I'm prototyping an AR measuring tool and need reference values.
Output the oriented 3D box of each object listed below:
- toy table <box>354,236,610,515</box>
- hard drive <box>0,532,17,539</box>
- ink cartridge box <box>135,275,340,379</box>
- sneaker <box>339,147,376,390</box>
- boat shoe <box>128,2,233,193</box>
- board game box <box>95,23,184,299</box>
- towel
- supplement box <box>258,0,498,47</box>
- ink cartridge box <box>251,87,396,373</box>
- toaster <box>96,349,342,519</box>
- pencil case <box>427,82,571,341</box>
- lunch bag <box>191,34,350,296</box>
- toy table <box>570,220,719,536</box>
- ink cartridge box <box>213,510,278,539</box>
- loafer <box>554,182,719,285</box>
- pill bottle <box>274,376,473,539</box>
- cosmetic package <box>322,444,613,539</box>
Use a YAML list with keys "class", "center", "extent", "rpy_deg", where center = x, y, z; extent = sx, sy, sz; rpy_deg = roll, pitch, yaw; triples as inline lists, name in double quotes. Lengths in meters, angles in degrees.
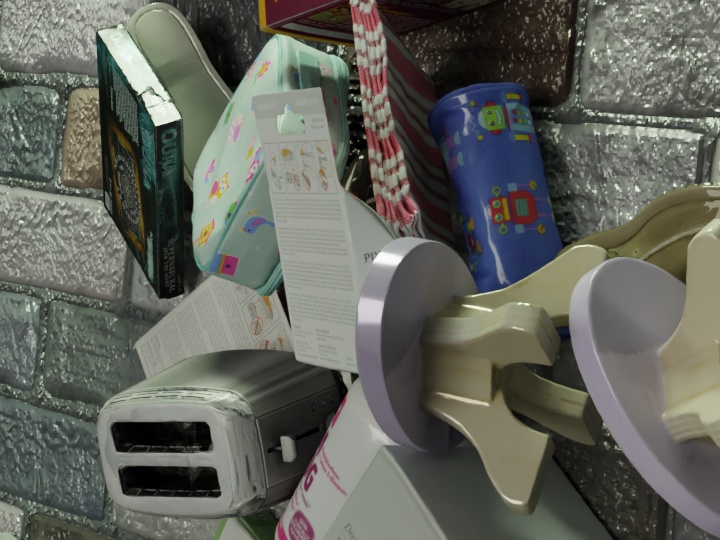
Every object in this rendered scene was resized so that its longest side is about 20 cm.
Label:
- class: "toy table"
  center: [0.085, 0.061, 1.501]
  extent: [0.116, 0.200, 0.185]
  rpy_deg: [10, 80, 24]
- class: "hard drive"
  center: [-0.298, 0.345, 2.123]
  extent: [0.200, 0.027, 0.133]
  rpy_deg: [29, 109, 46]
- class: "ink cartridge box"
  center: [-0.091, 0.078, 1.895]
  extent: [0.200, 0.050, 0.162]
  rpy_deg: [-39, 59, 30]
- class: "sneaker"
  center: [0.000, 0.000, 1.744]
  extent: [0.079, 0.074, 0.201]
  rpy_deg: [38, 131, 54]
- class: "boat shoe"
  center: [-0.140, -0.130, 1.945]
  extent: [0.201, 0.074, 0.060]
  rpy_deg: [60, 172, 13]
- class: "board game box"
  center: [-0.186, -0.091, 1.950]
  extent: [0.135, 0.028, 0.201]
  rpy_deg: [56, 154, 39]
- class: "towel"
  center: [0.039, -0.091, 1.664]
  extent: [0.030, 0.146, 0.201]
  rpy_deg: [-15, 62, 15]
- class: "supplement box"
  center: [0.024, -0.236, 1.723]
  extent: [0.199, 0.110, 0.086]
  rpy_deg: [-13, 77, 48]
- class: "ink cartridge box"
  center: [-0.017, -0.029, 1.617]
  extent: [0.162, 0.057, 0.201]
  rpy_deg: [-175, 78, -69]
- class: "toaster"
  center: [-0.115, 0.128, 1.784]
  extent: [0.199, 0.129, 0.114]
  rpy_deg: [-1, 101, 34]
- class: "pencil case"
  center: [0.103, -0.032, 1.645]
  extent: [0.087, 0.078, 0.201]
  rpy_deg: [118, 143, -71]
- class: "lunch bag"
  center: [-0.066, -0.086, 1.792]
  extent: [0.161, 0.077, 0.200]
  rpy_deg: [-55, 21, 27]
- class: "toy table"
  center: [0.232, 0.066, 1.411]
  extent: [0.200, 0.184, 0.117]
  rpy_deg: [45, 139, -11]
- class: "ink cartridge box"
  center: [-0.070, 0.307, 1.844]
  extent: [0.200, 0.048, 0.146]
  rpy_deg: [44, 120, 41]
- class: "loafer"
  center: [0.208, -0.007, 1.528]
  extent: [0.200, 0.076, 0.068]
  rpy_deg: [-30, 66, 55]
- class: "pill bottle"
  center: [0.024, 0.145, 1.696]
  extent: [0.113, 0.113, 0.201]
  rpy_deg: [50, 123, 39]
- class: "cosmetic package"
  center: [0.067, 0.249, 1.598]
  extent: [0.167, 0.167, 0.201]
  rpy_deg: [54, 125, 37]
